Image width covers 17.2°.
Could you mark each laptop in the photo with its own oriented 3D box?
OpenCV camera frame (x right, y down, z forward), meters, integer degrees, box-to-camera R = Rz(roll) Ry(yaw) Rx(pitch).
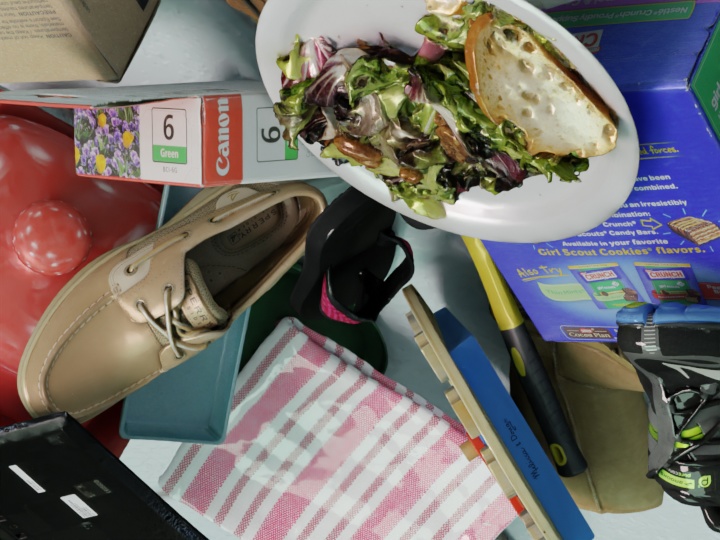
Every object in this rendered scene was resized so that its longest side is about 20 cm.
[{"bbox_3d":[-0.209,0.107,1.379,0.200,0.103,0.177,-15,144,20],"label":"laptop"}]

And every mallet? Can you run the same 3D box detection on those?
[{"bbox_3d":[0.075,0.025,1.346,0.066,0.041,0.200,-4,110,43],"label":"mallet"}]

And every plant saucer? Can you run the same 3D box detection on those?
[{"bbox_3d":[-0.092,0.000,1.365,0.070,0.200,0.019,7,-172,-31],"label":"plant saucer"}]

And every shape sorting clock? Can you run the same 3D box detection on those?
[{"bbox_3d":[0.076,0.096,1.390,0.200,0.039,0.200,59,179,2],"label":"shape sorting clock"}]

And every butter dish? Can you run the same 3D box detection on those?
[{"bbox_3d":[-0.188,-0.005,1.378,0.199,0.200,0.148,29,162,-7],"label":"butter dish"}]

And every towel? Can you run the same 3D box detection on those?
[{"bbox_3d":[-0.008,0.134,1.494,0.200,0.030,0.146,33,109,-11],"label":"towel"}]

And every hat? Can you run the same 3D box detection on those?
[{"bbox_3d":[-0.104,0.095,1.507,0.200,0.176,0.166,10,146,22],"label":"hat"}]

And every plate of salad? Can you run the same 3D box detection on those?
[{"bbox_3d":[0.037,-0.072,1.154,0.200,0.048,0.200,18,148,12],"label":"plate of salad"}]

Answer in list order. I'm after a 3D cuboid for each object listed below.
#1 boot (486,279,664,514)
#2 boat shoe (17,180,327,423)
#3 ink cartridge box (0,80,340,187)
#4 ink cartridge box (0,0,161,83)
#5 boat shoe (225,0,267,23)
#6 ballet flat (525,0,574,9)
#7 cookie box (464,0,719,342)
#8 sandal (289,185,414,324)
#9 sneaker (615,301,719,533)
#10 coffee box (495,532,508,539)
[{"bbox_3d":[0.163,0.081,1.425,0.175,0.066,0.200,22,150,28],"label":"boot"},{"bbox_3d":[-0.104,0.013,1.311,0.071,0.200,0.065,53,164,-25],"label":"boat shoe"},{"bbox_3d":[-0.091,-0.071,1.247,0.200,0.050,0.109,-8,-170,-42],"label":"ink cartridge box"},{"bbox_3d":[-0.231,-0.180,1.289,0.200,0.075,0.165,1,143,31],"label":"ink cartridge box"},{"bbox_3d":[-0.049,-0.159,1.200,0.068,0.072,0.200,-10,134,41],"label":"boat shoe"},{"bbox_3d":[0.059,-0.159,1.124,0.200,0.070,0.067,23,-167,7],"label":"ballet flat"},{"bbox_3d":[0.140,-0.050,1.231,0.171,0.075,0.200,0,141,34],"label":"cookie box"},{"bbox_3d":[0.000,0.000,1.354,0.045,0.075,0.200,46,171,9],"label":"sandal"},{"bbox_3d":[0.183,0.078,1.245,0.071,0.083,0.200,5,151,28],"label":"sneaker"},{"bbox_3d":[0.028,0.199,1.637,0.080,0.114,0.200,-2,139,39],"label":"coffee box"}]
